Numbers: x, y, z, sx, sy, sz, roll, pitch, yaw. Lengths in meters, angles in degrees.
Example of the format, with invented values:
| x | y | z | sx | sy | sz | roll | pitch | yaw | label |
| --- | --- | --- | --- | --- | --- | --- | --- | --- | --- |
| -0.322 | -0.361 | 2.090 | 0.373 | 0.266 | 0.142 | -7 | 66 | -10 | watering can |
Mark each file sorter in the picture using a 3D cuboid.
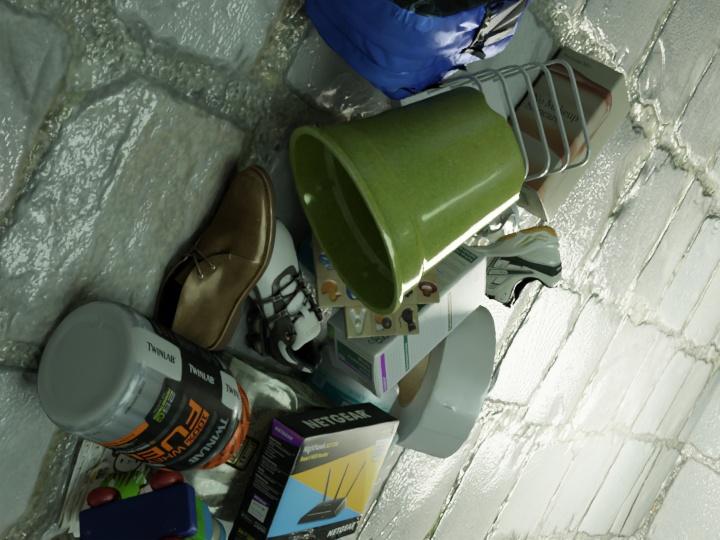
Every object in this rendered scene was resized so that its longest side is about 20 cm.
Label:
| x | y | z | sx | sy | sz | roll | pitch | yaw | label |
| --- | --- | --- | --- | --- | --- | --- | --- | --- | --- |
| 0.154 | -0.159 | 1.328 | 0.199 | 0.123 | 0.141 | -19 | 95 | -47 | file sorter |

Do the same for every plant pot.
| x | y | z | sx | sy | sz | roll | pitch | yaw | label |
| --- | --- | --- | --- | --- | --- | --- | --- | --- | --- |
| 0.056 | -0.087 | 1.158 | 0.182 | 0.201 | 0.202 | -28 | 140 | -17 | plant pot |

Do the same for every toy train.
| x | y | z | sx | sy | sz | roll | pitch | yaw | label |
| --- | --- | --- | --- | --- | --- | --- | --- | --- | --- |
| -0.241 | 0.276 | 1.177 | 0.197 | 0.086 | 0.116 | -17 | 149 | 11 | toy train |

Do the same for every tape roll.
| x | y | z | sx | sy | sz | roll | pitch | yaw | label |
| --- | --- | --- | --- | --- | --- | --- | --- | --- | --- |
| 0.098 | 0.132 | 1.476 | 0.070 | 0.203 | 0.205 | 19 | 105 | -14 | tape roll |

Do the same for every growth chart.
| x | y | z | sx | sy | sz | roll | pitch | yaw | label |
| --- | --- | --- | --- | --- | --- | --- | --- | --- | --- |
| -0.252 | 0.207 | 1.209 | 0.144 | 0.018 | 0.203 | -15 | 129 | -51 | growth chart |

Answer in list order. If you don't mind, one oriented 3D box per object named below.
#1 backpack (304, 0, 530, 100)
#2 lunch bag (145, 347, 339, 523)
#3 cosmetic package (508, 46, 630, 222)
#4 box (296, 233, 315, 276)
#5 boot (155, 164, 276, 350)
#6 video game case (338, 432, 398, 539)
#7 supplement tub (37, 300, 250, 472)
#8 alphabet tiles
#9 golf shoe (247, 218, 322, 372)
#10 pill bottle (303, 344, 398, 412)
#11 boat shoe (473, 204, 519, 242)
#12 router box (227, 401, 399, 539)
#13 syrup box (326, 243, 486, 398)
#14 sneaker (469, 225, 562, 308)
| x | y | z | sx | sy | sz | roll | pitch | yaw | label |
| --- | --- | --- | --- | --- | --- | --- | --- | --- | --- |
| 0.049 | -0.250 | 1.111 | 0.199 | 0.162 | 0.169 | -27 | 153 | -44 | backpack |
| -0.129 | 0.183 | 1.271 | 0.166 | 0.117 | 0.199 | -60 | 148 | 0 | lunch bag |
| 0.258 | -0.180 | 1.537 | 0.201 | 0.103 | 0.087 | -54 | 150 | -12 | cosmetic package |
| 0.000 | 0.000 | 1.366 | 0.083 | 0.049 | 0.200 | -55 | 149 | -7 | box |
| -0.141 | -0.009 | 1.138 | 0.075 | 0.073 | 0.202 | 3 | 117 | -45 | boot |
| -0.019 | 0.270 | 1.493 | 0.202 | 0.023 | 0.182 | -61 | -170 | 4 | video game case |
| -0.196 | 0.116 | 1.094 | 0.123 | 0.122 | 0.200 | -57 | 143 | -3 | supplement tub |
| 0.017 | -0.029 | 1.275 | 0.164 | 0.006 | 0.204 | -1 | 85 | -36 | alphabet tiles |
| -0.076 | 0.026 | 1.235 | 0.078 | 0.094 | 0.202 | -39 | 143 | -27 | golf shoe |
| -0.043 | 0.201 | 1.417 | 0.202 | 0.110 | 0.110 | -61 | 149 | 3 | pill bottle |
| 0.150 | -0.074 | 1.474 | 0.203 | 0.074 | 0.087 | 62 | 42 | -53 | boat shoe |
| -0.048 | 0.227 | 1.265 | 0.199 | 0.051 | 0.151 | 0 | 113 | -59 | router box |
| 0.056 | 0.047 | 1.361 | 0.199 | 0.078 | 0.082 | -39 | 145 | -29 | syrup box |
| 0.162 | 0.009 | 1.478 | 0.075 | 0.198 | 0.089 | -2 | 77 | -63 | sneaker |
